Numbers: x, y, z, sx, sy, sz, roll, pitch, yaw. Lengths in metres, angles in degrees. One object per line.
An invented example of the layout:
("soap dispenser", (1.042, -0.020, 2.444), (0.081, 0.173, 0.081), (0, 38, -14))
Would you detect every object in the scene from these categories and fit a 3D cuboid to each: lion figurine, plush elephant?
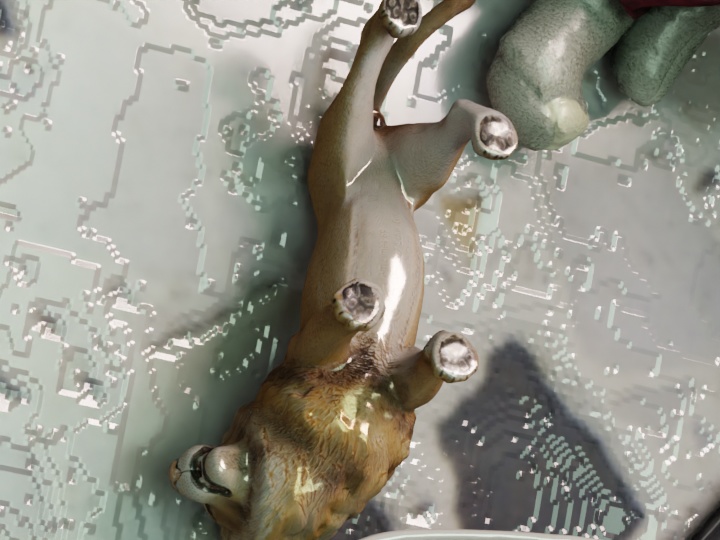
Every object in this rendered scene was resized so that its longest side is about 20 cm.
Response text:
("lion figurine", (0.000, 0.000, 0.988), (0.072, 0.122, 0.201), (24, 63, -12))
("plush elephant", (0.154, -0.120, 1.016), (0.200, 0.154, 0.165), (-42, 149, -36))

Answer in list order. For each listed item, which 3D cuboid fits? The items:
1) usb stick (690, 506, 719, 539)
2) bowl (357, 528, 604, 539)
("usb stick", (0.159, 0.101, 1.083), (0.200, 0.033, 0.056), (-46, 112, -20))
("bowl", (0.066, 0.196, 0.969), (0.199, 0.075, 0.201), (7, 69, -5))
